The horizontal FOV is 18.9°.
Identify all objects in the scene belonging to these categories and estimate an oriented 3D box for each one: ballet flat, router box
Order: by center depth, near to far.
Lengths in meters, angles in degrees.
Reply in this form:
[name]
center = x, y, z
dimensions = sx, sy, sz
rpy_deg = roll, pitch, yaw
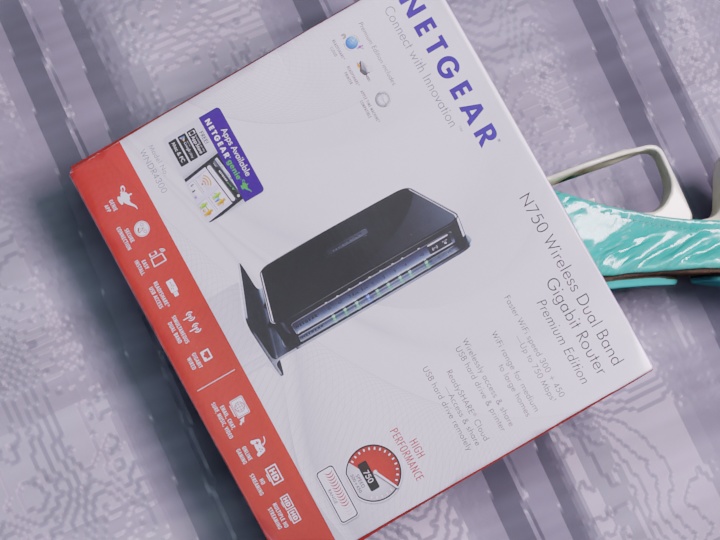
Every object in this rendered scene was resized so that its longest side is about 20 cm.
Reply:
[router box]
center = 0.000, 0.000, 0.930
dimensions = 0.179, 0.049, 0.201
rpy_deg = -30, 84, 2
[ballet flat]
center = 0.151, -0.021, 0.985
dimensions = 0.198, 0.067, 0.071
rpy_deg = 1, 92, -11
